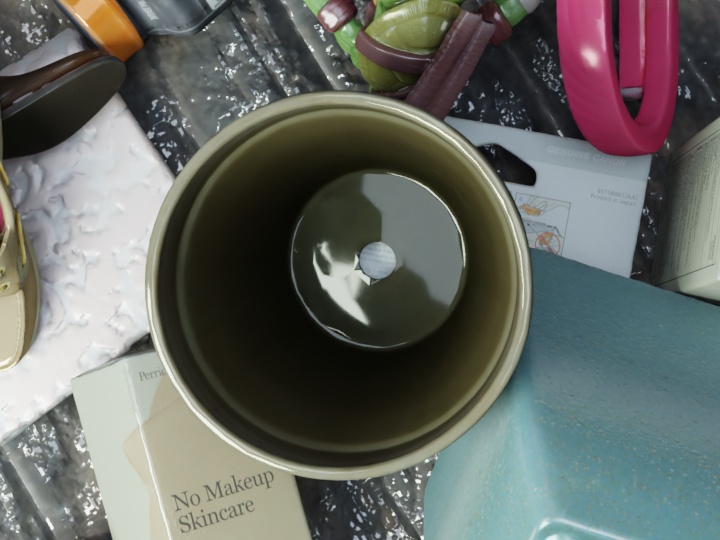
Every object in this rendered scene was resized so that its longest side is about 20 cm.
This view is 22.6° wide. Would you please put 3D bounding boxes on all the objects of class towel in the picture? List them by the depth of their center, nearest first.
[{"bbox_3d":[-0.206,-0.019,1.110,0.200,0.032,0.191,-35,88,-3],"label":"towel"}]

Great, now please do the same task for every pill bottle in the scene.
[{"bbox_3d":[-0.099,-0.215,1.089,0.200,0.106,0.106,-42,88,-3],"label":"pill bottle"}]

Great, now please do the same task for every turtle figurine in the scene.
[{"bbox_3d":[0.036,-0.188,1.034,0.144,0.194,0.200,32,64,11],"label":"turtle figurine"}]

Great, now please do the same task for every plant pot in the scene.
[{"bbox_3d":[0.140,0.139,0.987,0.195,0.200,0.197,18,118,1],"label":"plant pot"},{"bbox_3d":[0.000,0.000,0.991,0.199,0.174,0.201,1,96,9],"label":"plant pot"}]

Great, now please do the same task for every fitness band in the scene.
[{"bbox_3d":[0.152,-0.167,1.074,0.037,0.144,0.201,-4,83,27],"label":"fitness band"}]

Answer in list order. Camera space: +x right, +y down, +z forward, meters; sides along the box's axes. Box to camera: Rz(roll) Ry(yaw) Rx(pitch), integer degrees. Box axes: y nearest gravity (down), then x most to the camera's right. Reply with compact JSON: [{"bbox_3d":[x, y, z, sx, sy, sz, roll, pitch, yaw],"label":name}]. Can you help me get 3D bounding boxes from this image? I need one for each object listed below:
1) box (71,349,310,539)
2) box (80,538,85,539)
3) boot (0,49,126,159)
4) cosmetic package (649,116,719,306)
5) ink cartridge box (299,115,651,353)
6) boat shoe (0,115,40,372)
[{"bbox_3d":[-0.091,0.143,1.056,0.095,0.078,0.201,-15,87,-33],"label":"box"},{"bbox_3d":[-0.164,0.268,1.061,0.078,0.095,0.200,-23,88,-3],"label":"box"},{"bbox_3d":[-0.258,-0.151,1.084,0.186,0.064,0.200,-28,71,2],"label":"boot"},{"bbox_3d":[0.224,-0.030,1.037,0.073,0.200,0.104,10,86,-2],"label":"cosmetic package"},{"bbox_3d":[0.067,-0.002,1.110,0.199,0.044,0.174,10,85,0],"label":"ink cartridge box"},{"bbox_3d":[-0.227,-0.018,1.019,0.074,0.069,0.200,-6,122,0],"label":"boat shoe"}]
